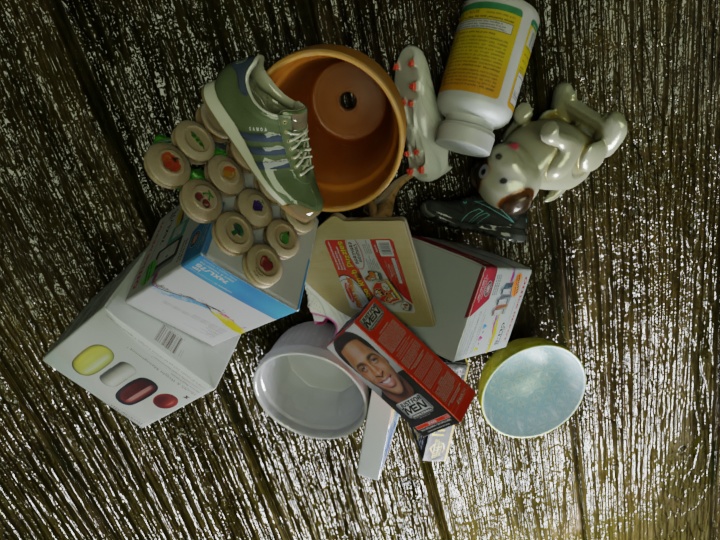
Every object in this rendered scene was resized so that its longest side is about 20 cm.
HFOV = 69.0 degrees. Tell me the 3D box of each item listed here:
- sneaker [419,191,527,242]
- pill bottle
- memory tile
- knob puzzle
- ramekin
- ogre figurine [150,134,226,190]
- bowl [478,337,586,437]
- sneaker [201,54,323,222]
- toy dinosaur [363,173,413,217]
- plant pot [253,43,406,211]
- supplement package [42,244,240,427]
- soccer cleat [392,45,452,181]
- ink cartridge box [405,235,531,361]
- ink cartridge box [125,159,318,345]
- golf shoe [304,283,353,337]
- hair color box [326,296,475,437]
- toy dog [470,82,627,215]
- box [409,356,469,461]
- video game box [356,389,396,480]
[{"bbox_3d":[0.193,-0.102,0.882,0.198,0.075,0.080,10,97,-19],"label":"sneaker"},{"bbox_3d":[0.175,-0.273,0.754,0.112,0.113,0.202,14,95,-14],"label":"pill bottle"},{"bbox_3d":[-0.141,-0.092,0.615,0.017,0.154,0.200,-24,116,40],"label":"memory tile"},{"bbox_3d":[0.000,0.000,0.747,0.218,0.031,0.221,17,135,18],"label":"knob puzzle"},{"bbox_3d":[-0.074,0.181,0.902,0.198,0.105,0.202,7,124,10],"label":"ramekin"},{"bbox_3d":[-0.221,-0.120,0.796,0.119,0.098,0.202,-14,99,17],"label":"ogre figurine"},{"bbox_3d":[0.306,0.201,0.992,0.198,0.108,0.202,-3,113,-7],"label":"bowl"},{"bbox_3d":[-0.091,-0.155,0.613,0.089,0.067,0.201,-27,109,31],"label":"sneaker"},{"bbox_3d":[0.033,-0.104,0.857,0.106,0.060,0.202,26,80,-14],"label":"toy dinosaur"},{"bbox_3d":[-0.030,-0.210,0.718,0.198,0.184,0.202,5,122,8],"label":"plant pot"},{"bbox_3d":[-0.323,0.105,0.802,0.199,0.148,0.191,-31,117,32],"label":"supplement package"},{"bbox_3d":[0.098,-0.240,0.811,0.077,0.069,0.202,-21,110,-31],"label":"soccer cleat"},{"bbox_3d":[0.154,0.038,0.827,0.199,0.144,0.147,0,109,-54],"label":"ink cartridge box"},{"bbox_3d":[-0.183,-0.013,0.700,0.199,0.148,0.146,-24,135,39],"label":"ink cartridge box"},{"bbox_3d":[-0.063,0.030,0.846,0.092,0.075,0.200,-44,75,0],"label":"golf shoe"},{"bbox_3d":[0.056,0.142,0.757,0.200,0.061,0.102,43,141,-1],"label":"hair color box"},{"bbox_3d":[0.266,-0.172,0.814,0.199,0.140,0.195,-27,153,-18],"label":"toy dog"},{"bbox_3d":[0.129,0.210,0.942,0.049,0.160,0.202,5,111,-10],"label":"box"},{"bbox_3d":[0.048,0.228,0.926,0.046,0.182,0.202,12,112,9],"label":"video game box"}]
